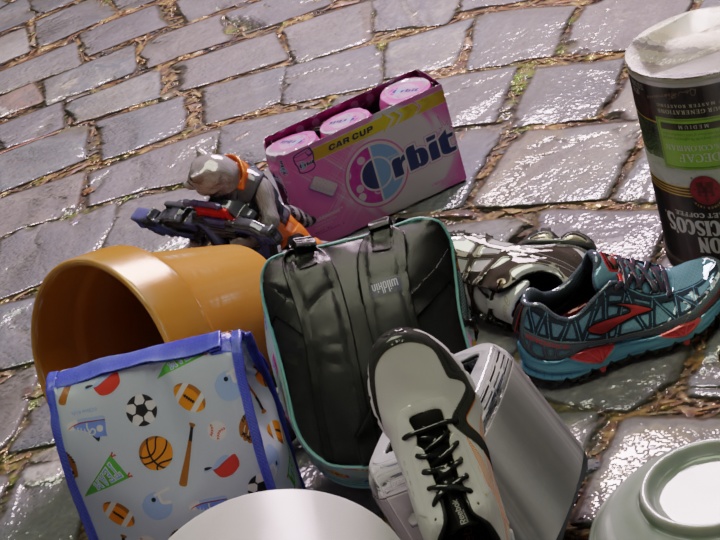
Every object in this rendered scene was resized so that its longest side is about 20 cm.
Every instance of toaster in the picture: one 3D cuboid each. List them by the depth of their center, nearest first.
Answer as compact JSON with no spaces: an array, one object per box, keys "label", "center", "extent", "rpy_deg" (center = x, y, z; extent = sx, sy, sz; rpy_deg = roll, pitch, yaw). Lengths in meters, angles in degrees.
[{"label":"toaster","center":[0.090,0.146,1.399],"extent":[0.113,0.130,0.200],"rpy_deg":[-23,22,34]}]

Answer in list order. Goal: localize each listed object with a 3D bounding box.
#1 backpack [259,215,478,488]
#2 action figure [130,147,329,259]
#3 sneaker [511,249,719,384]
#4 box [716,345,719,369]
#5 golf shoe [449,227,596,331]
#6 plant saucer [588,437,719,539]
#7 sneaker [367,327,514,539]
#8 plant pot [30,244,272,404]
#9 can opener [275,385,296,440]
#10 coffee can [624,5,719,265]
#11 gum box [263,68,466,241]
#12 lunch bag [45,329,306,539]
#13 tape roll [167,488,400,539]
[{"label":"backpack","center":[0.014,0.079,1.545],"extent":[0.174,0.154,0.202],"rpy_deg":[-13,65,-3]},{"label":"action figure","center":[-0.122,-0.058,1.842],"extent":[0.199,0.194,0.105],"rpy_deg":[13,68,34]},{"label":"sneaker","center":[0.225,0.024,1.600],"extent":[0.198,0.096,0.079],"rpy_deg":[-22,29,-9]},{"label":"box","center":[0.387,0.071,1.470],"extent":[0.198,0.050,0.075],"rpy_deg":[5,36,35]},{"label":"golf shoe","center":[0.117,0.012,1.706],"extent":[0.198,0.078,0.095],"rpy_deg":[-10,29,17]},{"label":"plant saucer","center":[0.260,0.173,1.363],"extent":[0.198,0.051,0.201],"rpy_deg":[-14,28,7]},{"label":"sneaker","center":[0.061,0.133,1.267],"extent":[0.073,0.202,0.080],"rpy_deg":[-22,4,2]},{"label":"plant pot","center":[-0.163,0.062,1.679],"extent":[0.199,0.202,0.183],"rpy_deg":[10,22,41]},{"label":"can opener","center":[-0.041,0.103,1.646],"extent":[0.063,0.079,0.200],"rpy_deg":[9,48,50]},{"label":"coffee can","center":[0.327,-0.117,1.683],"extent":[0.145,0.201,0.147],"rpy_deg":[-14,27,7]},{"label":"gum box","center":[0.001,-0.115,1.961],"extent":[0.199,0.114,0.066],"rpy_deg":[-26,29,-14]},{"label":"lunch bag","center":[-0.141,0.146,1.480],"extent":[0.168,0.201,0.124],"rpy_deg":[-14,28,8]},{"label":"tape roll","center":[-0.046,0.263,1.215],"extent":[0.201,0.204,0.139],"rpy_deg":[-18,28,-1]}]
